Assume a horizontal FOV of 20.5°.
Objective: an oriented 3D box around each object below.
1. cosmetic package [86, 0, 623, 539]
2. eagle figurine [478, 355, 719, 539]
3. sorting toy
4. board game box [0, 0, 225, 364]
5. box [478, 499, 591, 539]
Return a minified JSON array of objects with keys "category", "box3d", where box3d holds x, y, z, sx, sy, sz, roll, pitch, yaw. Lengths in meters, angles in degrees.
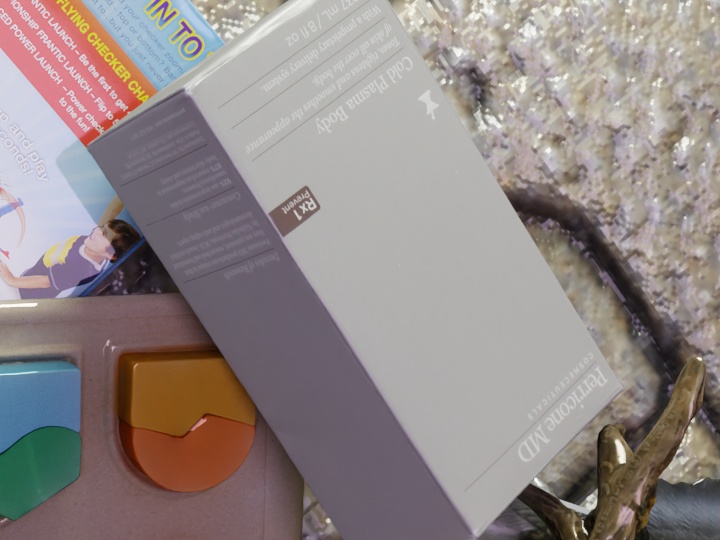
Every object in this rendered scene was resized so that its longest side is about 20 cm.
[{"category":"cosmetic package","box3d":[0.000,0.000,0.763,0.107,0.090,0.200,-42,101,-35]},{"category":"eagle figurine","box3d":[0.144,0.148,0.816,0.152,0.151,0.200,-35,138,20]},{"category":"sorting toy","box3d":[-0.103,0.103,0.773,0.199,0.036,0.186,-4,101,-31]},{"category":"board game box","box3d":[-0.169,-0.072,0.784,0.196,0.056,0.200,-43,102,-17]},{"category":"box","box3d":[0.072,0.201,0.862,0.158,0.048,0.201,21,80,-18]}]
